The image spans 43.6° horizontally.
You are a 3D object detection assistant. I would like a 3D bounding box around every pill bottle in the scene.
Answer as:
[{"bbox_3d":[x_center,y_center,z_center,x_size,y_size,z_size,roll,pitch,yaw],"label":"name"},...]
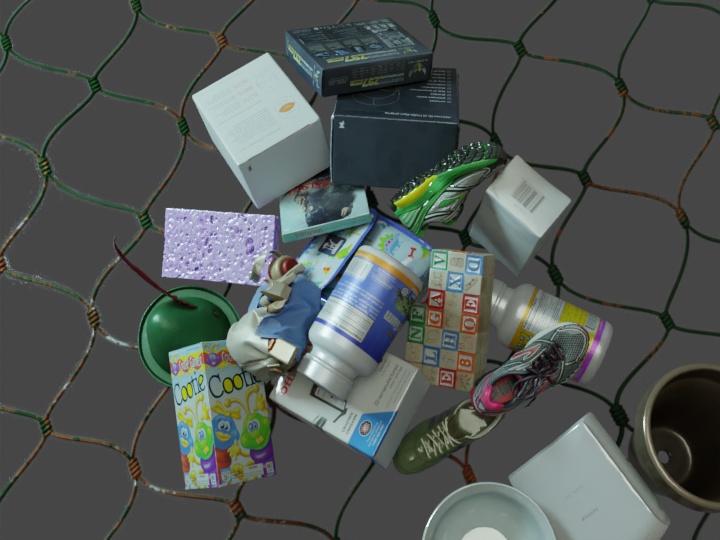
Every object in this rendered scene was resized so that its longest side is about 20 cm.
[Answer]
[{"bbox_3d":[0.281,0.088,1.391,0.197,0.105,0.106,26,75,10],"label":"pill bottle"},{"bbox_3d":[-0.005,0.077,1.275,0.111,0.112,0.202,30,81,10],"label":"pill bottle"}]

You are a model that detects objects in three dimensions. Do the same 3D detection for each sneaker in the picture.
[{"bbox_3d":[0.135,0.239,1.355,0.197,0.090,0.068,-28,75,-7],"label":"sneaker"},{"bbox_3d":[0.138,-0.122,1.337,0.086,0.198,0.078,51,34,-13],"label":"sneaker"},{"bbox_3d":[0.252,0.148,1.296,0.198,0.075,0.081,-35,85,-7],"label":"sneaker"}]

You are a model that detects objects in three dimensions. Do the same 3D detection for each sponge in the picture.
[{"bbox_3d":[-0.226,-0.037,1.444,0.195,0.030,0.115,5,89,17],"label":"sponge"}]

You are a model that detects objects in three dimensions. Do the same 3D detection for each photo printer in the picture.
[{"bbox_3d":[0.333,0.334,1.301,0.166,0.069,0.202,-43,74,24],"label":"photo printer"}]

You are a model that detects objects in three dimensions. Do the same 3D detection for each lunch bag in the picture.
[{"bbox_3d":[0.000,0.000,1.419,0.198,0.128,0.171,33,74,20],"label":"lunch bag"}]

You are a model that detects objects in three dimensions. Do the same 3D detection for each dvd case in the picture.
[{"bbox_3d":[-0.063,-0.129,1.450,0.143,0.022,0.202,-13,40,3],"label":"dvd case"}]

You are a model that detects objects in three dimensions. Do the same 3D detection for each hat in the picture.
[{"bbox_3d":[-0.287,0.079,1.367,0.196,0.176,0.169,15,74,6],"label":"hat"}]

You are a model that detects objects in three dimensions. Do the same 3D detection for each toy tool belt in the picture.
[{"bbox_3d":[-0.105,0.056,1.309,0.124,0.122,0.203,35,55,-29],"label":"toy tool belt"}]

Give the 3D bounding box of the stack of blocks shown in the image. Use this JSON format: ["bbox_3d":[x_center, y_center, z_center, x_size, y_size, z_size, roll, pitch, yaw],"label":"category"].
[{"bbox_3d":[0.135,0.071,1.366,0.113,0.058,0.205,8,97,27],"label":"stack of blocks"}]

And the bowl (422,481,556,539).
[{"bbox_3d":[0.182,0.414,1.301,0.196,0.091,0.206,0,73,1],"label":"bowl"}]

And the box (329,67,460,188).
[{"bbox_3d":[0.057,-0.233,1.439,0.195,0.126,0.198,4,35,3],"label":"box"}]

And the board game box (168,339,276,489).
[{"bbox_3d":[-0.204,0.210,1.329,0.103,0.102,0.205,-3,80,-41],"label":"board game box"}]

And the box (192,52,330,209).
[{"bbox_3d":[-0.159,-0.229,1.464,0.150,0.107,0.201,-30,53,-8],"label":"box"}]

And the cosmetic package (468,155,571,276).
[{"bbox_3d":[0.242,-0.079,1.393,0.113,0.200,0.081,42,78,9],"label":"cosmetic package"}]

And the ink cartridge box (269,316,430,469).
[{"bbox_3d":[-0.017,0.180,1.348,0.197,0.084,0.148,24,77,26],"label":"ink cartridge box"}]

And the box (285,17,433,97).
[{"bbox_3d":[-0.004,-0.345,1.442,0.196,0.052,0.158,-14,39,-22],"label":"box"}]

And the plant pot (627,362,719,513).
[{"bbox_3d":[0.467,0.254,1.291,0.195,0.175,0.205,3,67,-7],"label":"plant pot"}]
